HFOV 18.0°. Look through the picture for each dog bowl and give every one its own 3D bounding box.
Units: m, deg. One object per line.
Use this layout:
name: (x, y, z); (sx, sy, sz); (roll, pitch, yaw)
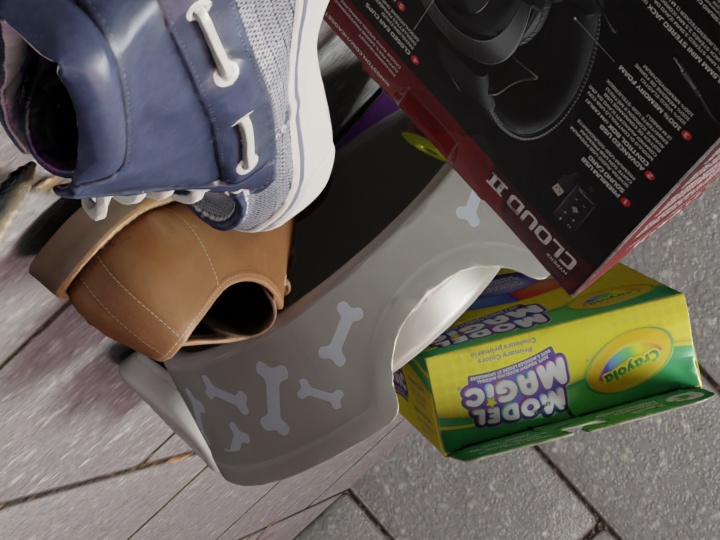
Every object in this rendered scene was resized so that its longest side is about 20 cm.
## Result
dog bowl: (0.000, 0.000, 0.951); (0.200, 0.059, 0.200); (-37, -165, 12)

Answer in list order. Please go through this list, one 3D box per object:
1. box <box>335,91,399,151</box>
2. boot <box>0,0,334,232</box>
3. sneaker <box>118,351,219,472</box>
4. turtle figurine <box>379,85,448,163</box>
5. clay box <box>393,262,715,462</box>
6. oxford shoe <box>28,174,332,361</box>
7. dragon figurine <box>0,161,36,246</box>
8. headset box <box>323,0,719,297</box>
box: (0.026, -0.050, 1.141); (0.137, 0.039, 0.200); (-48, 170, 27)
boot: (-0.060, -0.048, 0.634); (0.090, 0.073, 0.200); (-41, 163, -19)
sneaker: (-0.056, 0.036, 1.135); (0.112, 0.073, 0.200); (-44, -179, -4)
turtle figurine: (0.067, -0.122, 0.843); (0.162, 0.064, 0.200); (-58, 176, -10)
clay box: (0.067, 0.030, 0.985); (0.115, 0.048, 0.200); (-14, -169, -11)
oxford shoe: (-0.053, -0.007, 0.879); (0.071, 0.071, 0.200); (-48, 174, 27)
dragon figurine: (-0.170, 0.042, 0.602); (0.200, 0.099, 0.059); (-62, 169, 4)
headset box: (0.071, -0.098, 0.697); (0.077, 0.149, 0.200); (-36, 169, -33)
